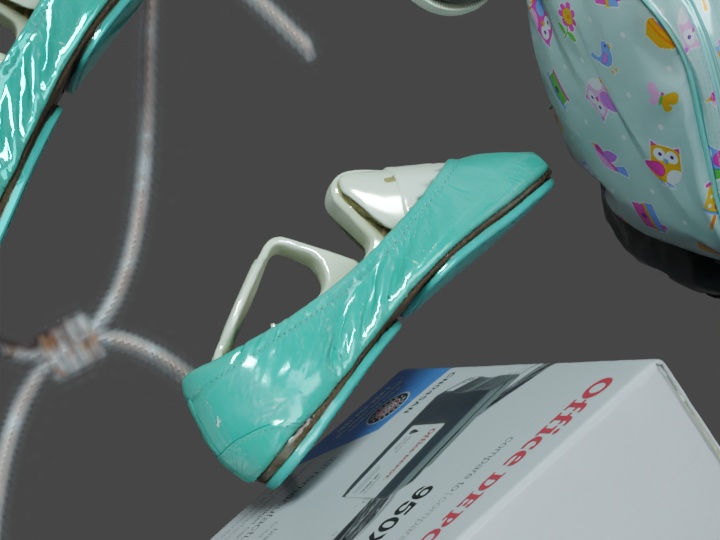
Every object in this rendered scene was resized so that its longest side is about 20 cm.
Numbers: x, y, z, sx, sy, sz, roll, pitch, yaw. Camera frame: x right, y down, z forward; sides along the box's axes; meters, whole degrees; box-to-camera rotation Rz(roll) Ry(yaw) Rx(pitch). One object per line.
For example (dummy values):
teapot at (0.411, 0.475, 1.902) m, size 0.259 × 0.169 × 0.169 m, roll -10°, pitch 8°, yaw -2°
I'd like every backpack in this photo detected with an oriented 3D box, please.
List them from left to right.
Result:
backpack at (0.148, -0.089, 1.078) m, size 0.126 × 0.167 × 0.200 m, roll -35°, pitch 128°, yaw -25°

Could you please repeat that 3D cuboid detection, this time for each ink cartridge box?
ink cartridge box at (0.038, 0.109, 1.013) m, size 0.145 × 0.200 × 0.084 m, roll -40°, pitch 105°, yaw -24°

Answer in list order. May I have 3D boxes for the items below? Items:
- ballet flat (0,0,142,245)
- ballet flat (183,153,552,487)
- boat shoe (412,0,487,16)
ballet flat at (-0.137, -0.082, 1.011) m, size 0.070 × 0.067 × 0.200 m, roll 31°, pitch 70°, yaw -8°
ballet flat at (0.000, 0.000, 1.071) m, size 0.070 × 0.067 × 0.200 m, roll 44°, pitch 65°, yaw -1°
boat shoe at (0.014, -0.199, 1.037) m, size 0.072 × 0.060 × 0.202 m, roll -29°, pitch 102°, yaw -27°
